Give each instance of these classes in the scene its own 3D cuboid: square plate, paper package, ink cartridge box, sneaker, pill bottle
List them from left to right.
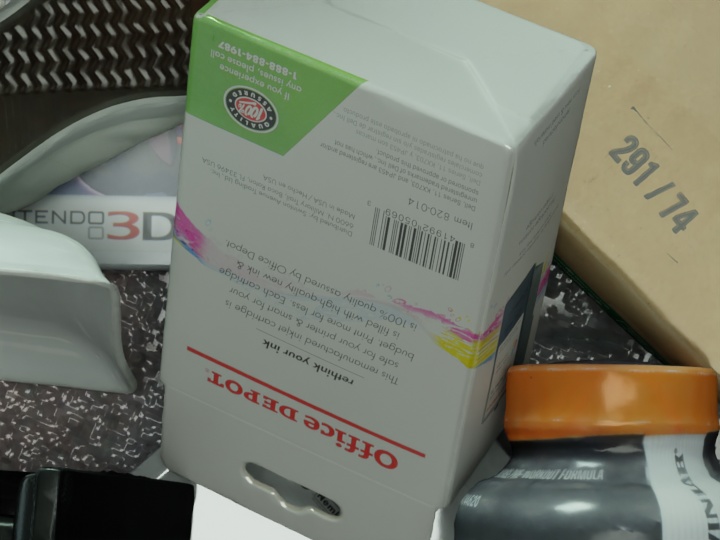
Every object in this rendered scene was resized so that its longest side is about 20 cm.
[{"bbox_3d":[-0.175,0.002,0.863,0.199,0.198,0.029,8,77,-2],"label":"square plate"},{"bbox_3d":[-0.100,-0.072,0.905,0.199,0.085,0.073,-26,89,-21],"label":"sneaker"},{"bbox_3d":[0.000,0.000,0.870,0.117,0.067,0.201,24,132,16],"label":"ink cartridge box"},{"bbox_3d":[0.082,0.130,0.847,0.106,0.106,0.201,1,87,-1],"label":"pill bottle"},{"bbox_3d":[0.130,-0.075,0.907,0.200,0.103,0.191,43,93,-4],"label":"paper package"}]

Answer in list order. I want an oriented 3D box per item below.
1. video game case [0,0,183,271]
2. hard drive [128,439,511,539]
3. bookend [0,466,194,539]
[{"bbox_3d":[-0.094,-0.100,0.941,0.181,0.023,0.201,1,93,-1],"label":"video game case"},{"bbox_3d":[-0.034,0.117,0.953,0.200,0.027,0.132,-42,93,1],"label":"hard drive"},{"bbox_3d":[-0.172,0.106,0.846,0.199,0.199,0.093,3,84,9],"label":"bookend"}]
